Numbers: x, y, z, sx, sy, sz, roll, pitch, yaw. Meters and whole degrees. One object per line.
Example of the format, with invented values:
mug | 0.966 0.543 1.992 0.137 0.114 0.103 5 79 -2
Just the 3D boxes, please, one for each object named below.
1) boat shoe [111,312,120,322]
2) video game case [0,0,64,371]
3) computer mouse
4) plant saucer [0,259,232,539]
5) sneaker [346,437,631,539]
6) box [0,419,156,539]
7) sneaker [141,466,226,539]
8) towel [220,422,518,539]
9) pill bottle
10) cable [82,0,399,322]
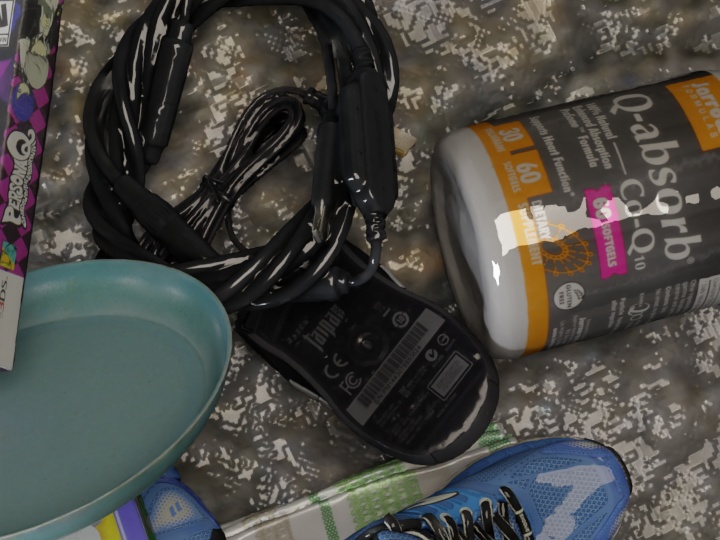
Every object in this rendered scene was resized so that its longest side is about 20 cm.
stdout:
boat shoe | -0.171 0.086 1.045 0.069 0.074 0.200 38 77 -2
video game case | -0.239 -0.047 1.022 0.199 0.036 0.182 2 78 25
computer mouse | 0.000 0.000 1.083 0.200 0.046 0.141 31 83 19
plant saucer | -0.148 0.063 0.971 0.200 0.200 0.028 -24 123 -10
sneaker | 0.040 0.141 1.022 0.199 0.089 0.079 -28 88 -9
box | -0.184 0.154 0.973 0.199 0.048 0.118 -21 73 -2
sneaker | -0.137 0.179 1.022 0.089 0.079 0.200 36 87 15
towel | 0.006 0.174 1.078 0.199 0.031 0.150 -19 84 -9
pill bottle | 0.142 -0.034 1.079 0.199 0.116 0.117 -15 84 -9
cable | -0.060 -0.068 1.071 0.163 0.051 0.201 -15 65 19
